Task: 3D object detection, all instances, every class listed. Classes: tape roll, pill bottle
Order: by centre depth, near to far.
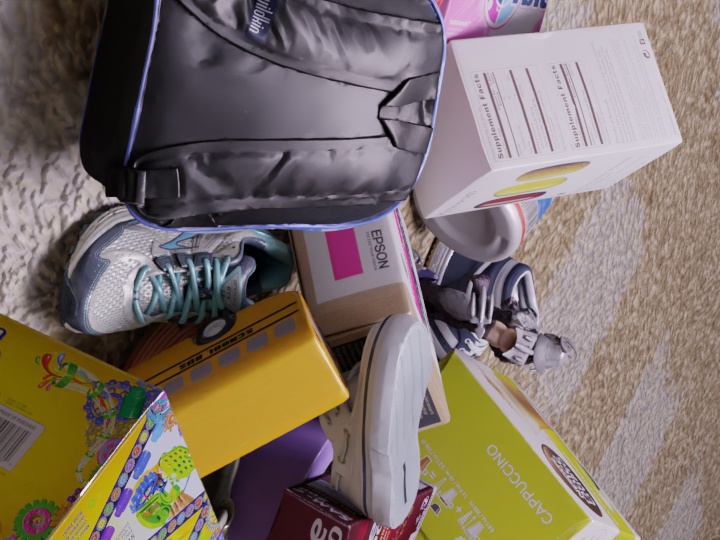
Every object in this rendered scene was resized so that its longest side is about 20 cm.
[{"bbox_3d":[-0.060,0.172,1.239,0.201,0.084,0.201,-53,159,-31],"label":"tape roll"},{"bbox_3d":[0.141,-0.112,1.409,0.200,0.111,0.113,-50,148,-33],"label":"pill bottle"}]

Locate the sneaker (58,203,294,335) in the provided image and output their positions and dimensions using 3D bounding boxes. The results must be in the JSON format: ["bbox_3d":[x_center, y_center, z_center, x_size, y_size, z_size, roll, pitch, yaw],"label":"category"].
[{"bbox_3d":[-0.115,-0.001,1.031,0.199,0.086,0.079,-25,130,-55],"label":"sneaker"}]

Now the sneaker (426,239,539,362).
[{"bbox_3d":[0.098,0.071,1.465,0.070,0.108,0.202,-4,113,-60],"label":"sneaker"}]

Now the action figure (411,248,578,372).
[{"bbox_3d":[0.096,0.036,1.332,0.070,0.198,0.130,-63,154,-10],"label":"action figure"}]

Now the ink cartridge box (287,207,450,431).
[{"bbox_3d":[0.000,0.000,1.145,0.165,0.074,0.202,68,8,-57],"label":"ink cartridge box"}]

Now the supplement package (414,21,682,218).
[{"bbox_3d":[0.141,-0.123,1.279,0.198,0.111,0.114,-11,167,-30],"label":"supplement package"}]

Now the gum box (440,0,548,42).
[{"bbox_3d":[0.097,-0.246,1.272,0.199,0.066,0.115,-10,119,-60],"label":"gum box"}]

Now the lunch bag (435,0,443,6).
[{"bbox_3d":[0.007,-0.246,1.087,0.178,0.081,0.200,-65,153,-9],"label":"lunch bag"}]

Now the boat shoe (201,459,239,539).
[{"bbox_3d":[-0.130,0.175,1.114,0.074,0.068,0.202,-24,131,-55],"label":"boat shoe"}]

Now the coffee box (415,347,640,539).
[{"bbox_3d":[0.101,0.223,1.416,0.200,0.200,0.198,-43,155,8],"label":"coffee box"}]

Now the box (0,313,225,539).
[{"bbox_3d":[-0.194,0.128,0.852,0.122,0.198,0.194,-52,150,-29],"label":"box"}]

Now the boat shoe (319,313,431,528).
[{"bbox_3d":[0.002,0.101,1.048,0.202,0.066,0.074,93,24,-44],"label":"boat shoe"}]

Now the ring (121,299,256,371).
[{"bbox_3d":[-0.134,0.104,1.152,0.200,0.019,0.202,-44,146,-41],"label":"ring"}]

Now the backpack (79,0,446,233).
[{"bbox_3d":[-0.059,-0.122,0.935,0.198,0.147,0.185,3,111,-28],"label":"backpack"}]

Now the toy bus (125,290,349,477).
[{"bbox_3d":[-0.110,0.090,1.002,0.198,0.078,0.066,-28,117,2],"label":"toy bus"}]

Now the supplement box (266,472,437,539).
[{"bbox_3d":[-0.015,0.211,1.185,0.110,0.060,0.200,-68,161,9],"label":"supplement box"}]
